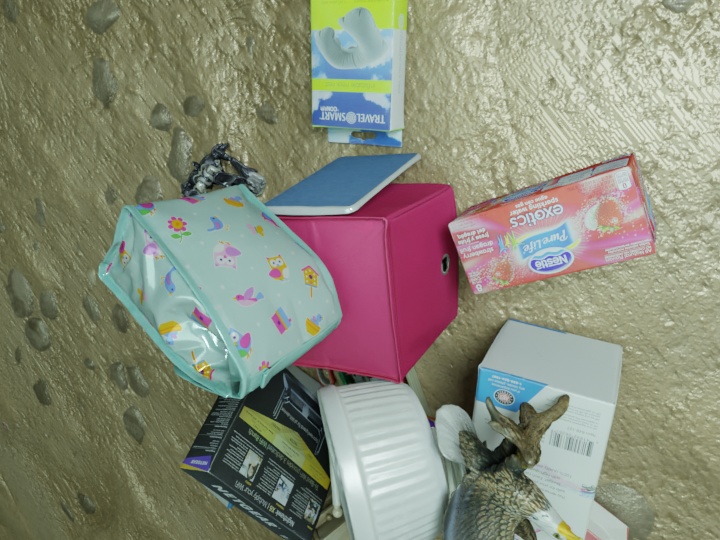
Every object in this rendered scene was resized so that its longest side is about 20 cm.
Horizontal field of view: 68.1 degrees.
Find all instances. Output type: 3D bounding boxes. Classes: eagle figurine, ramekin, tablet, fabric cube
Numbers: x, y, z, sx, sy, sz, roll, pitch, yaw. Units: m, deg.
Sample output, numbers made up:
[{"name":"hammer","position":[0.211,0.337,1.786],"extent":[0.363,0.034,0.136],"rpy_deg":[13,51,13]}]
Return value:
[{"name":"eagle figurine","position":[0.147,0.238,0.534],"extent":[0.151,0.151,0.200],"rpy_deg":[1,115,-15]},{"name":"ramekin","position":[0.024,0.220,0.606],"extent":[0.105,0.200,0.201],"rpy_deg":[-12,106,-9]},{"name":"tablet","position":[-0.018,-0.109,0.655],"extent":[0.130,0.200,0.014],"rpy_deg":[4,119,29]},{"name":"fabric cube","position":[0.000,0.000,0.687],"extent":[0.200,0.199,0.197],"rpy_deg":[4,109,28]}]

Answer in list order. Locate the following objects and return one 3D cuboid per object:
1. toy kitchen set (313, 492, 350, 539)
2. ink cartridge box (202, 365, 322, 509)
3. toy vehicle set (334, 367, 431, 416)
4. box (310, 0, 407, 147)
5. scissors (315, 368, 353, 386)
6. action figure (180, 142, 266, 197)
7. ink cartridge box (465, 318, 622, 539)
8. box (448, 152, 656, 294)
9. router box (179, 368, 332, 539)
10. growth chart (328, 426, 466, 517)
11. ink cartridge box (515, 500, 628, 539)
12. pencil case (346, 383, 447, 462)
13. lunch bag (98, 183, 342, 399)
[{"name":"toy kitchen set","position":[-0.075,0.362,0.896],"extent":[0.181,0.200,0.163],"rpy_deg":[56,166,-3]},{"name":"ink cartridge box","position":[-0.163,0.265,0.883],"extent":[0.085,0.200,0.145],"rpy_deg":[32,121,20]},{"name":"toy vehicle set","position":[0.026,0.172,0.834],"extent":[0.124,0.027,0.200],"rpy_deg":[-15,101,28]},{"name":"box","position":[-0.003,-0.261,0.681],"extent":[0.122,0.048,0.200],"rpy_deg":[11,113,26]},{"name":"scissors","position":[-0.055,0.103,0.869],"extent":[0.073,0.014,0.200],"rpy_deg":[0,110,31]},{"name":"action figure","position":[-0.213,-0.123,0.808],"extent":[0.119,0.200,0.102],"rpy_deg":[-45,119,2]},{"name":"ink cartridge box","position":[0.225,0.192,0.664],"extent":[0.147,0.145,0.200],"rpy_deg":[13,114,24]},{"name":"box","position":[0.216,-0.050,0.605],"extent":[0.200,0.100,0.096],"rpy_deg":[-16,100,33]},{"name":"router box","position":[-0.107,0.223,0.672],"extent":[0.052,0.157,0.200],"rpy_deg":[-10,131,35]},{"name":"growth chart","position":[0.052,0.273,0.706],"extent":[0.199,0.018,0.145],"rpy_deg":[1,85,-1]},{"name":"ink cartridge box","position":[0.269,0.403,0.767],"extent":[0.116,0.067,0.200],"rpy_deg":[36,122,13]},{"name":"pencil case","position":[0.050,0.234,0.779],"extent":[0.200,0.088,0.089],"rpy_deg":[17,116,15]},{"name":"lunch bag","position":[-0.130,0.021,0.547],"extent":[0.200,0.170,0.122],"rpy_deg":[46,124,10]}]
